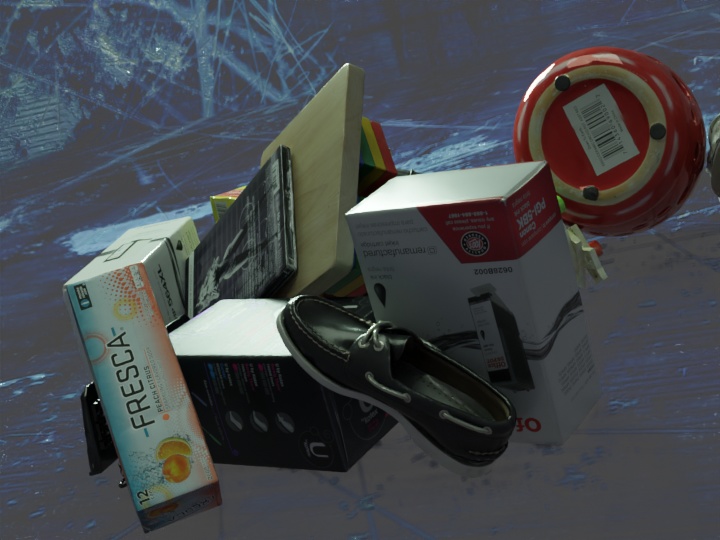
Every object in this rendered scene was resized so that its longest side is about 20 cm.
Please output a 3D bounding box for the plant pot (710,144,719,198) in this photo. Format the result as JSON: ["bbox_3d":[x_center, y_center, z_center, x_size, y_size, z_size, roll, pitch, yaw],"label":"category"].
[{"bbox_3d":[0.455,-0.109,1.162,0.199,0.202,0.135,-23,54,-29],"label":"plant pot"}]

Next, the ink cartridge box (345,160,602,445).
[{"bbox_3d":[0.090,0.029,0.947,0.145,0.202,0.083,-4,22,36],"label":"ink cartridge box"}]

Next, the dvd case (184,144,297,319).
[{"bbox_3d":[-0.120,-0.005,1.184,0.200,0.016,0.150,-45,38,39],"label":"dvd case"}]

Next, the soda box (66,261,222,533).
[{"bbox_3d":[-0.172,0.099,0.968,0.068,0.202,0.064,-18,-25,-12],"label":"soda box"}]

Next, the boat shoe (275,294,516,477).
[{"bbox_3d":[0.026,0.072,0.903,0.199,0.061,0.074,37,43,14],"label":"boat shoe"}]

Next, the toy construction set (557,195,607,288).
[{"bbox_3d":[0.149,-0.010,1.181,0.198,0.132,0.093,-22,-27,-27],"label":"toy construction set"}]

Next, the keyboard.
[{"bbox_3d":[-0.179,0.117,1.084,0.039,0.106,0.200,2,18,19],"label":"keyboard"}]

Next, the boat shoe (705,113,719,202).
[{"bbox_3d":[0.392,-0.134,1.282,0.070,0.070,0.200,-27,-22,6],"label":"boat shoe"}]

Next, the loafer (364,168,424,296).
[{"bbox_3d":[0.023,-0.008,1.174,0.072,0.202,0.073,26,19,-6],"label":"loafer"}]

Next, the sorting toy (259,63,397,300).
[{"bbox_3d":[-0.032,-0.054,1.146,0.069,0.201,0.200,14,-26,-23],"label":"sorting toy"}]

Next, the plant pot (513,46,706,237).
[{"bbox_3d":[0.256,-0.135,1.282,0.198,0.203,0.182,-8,0,21],"label":"plant pot"}]

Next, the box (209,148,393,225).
[{"bbox_3d":[-0.059,-0.083,1.314,0.198,0.051,0.075,-23,17,-32],"label":"box"}]

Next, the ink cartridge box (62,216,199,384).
[{"bbox_3d":[-0.220,0.045,1.275,0.083,0.148,0.200,-11,17,12],"label":"ink cartridge box"}]

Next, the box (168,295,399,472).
[{"bbox_3d":[-0.069,0.094,1.041,0.198,0.107,0.122,-3,21,37],"label":"box"}]
